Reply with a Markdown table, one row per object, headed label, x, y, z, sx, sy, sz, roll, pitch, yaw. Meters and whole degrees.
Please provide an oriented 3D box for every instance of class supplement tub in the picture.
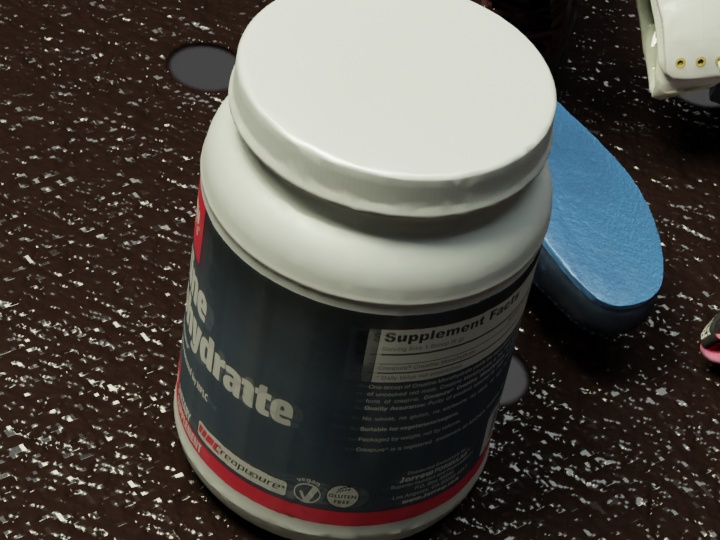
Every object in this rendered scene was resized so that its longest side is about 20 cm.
| label | x | y | z | sx | sy | sz | roll | pitch | yaw |
| --- | --- | --- | --- | --- | --- | --- | --- | --- | --- |
| supplement tub | 0.000 | 0.000 | 0.819 | 0.139 | 0.201 | 0.141 | 6 | 41 | -5 |

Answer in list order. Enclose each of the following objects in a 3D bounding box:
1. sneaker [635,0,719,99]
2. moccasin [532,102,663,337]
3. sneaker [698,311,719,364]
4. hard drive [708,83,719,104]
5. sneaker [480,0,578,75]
| label | x | y | z | sx | sy | sz | roll | pitch | yaw |
| --- | --- | --- | --- | --- | --- | --- | --- | --- | --- |
| sneaker | 0.206 | -0.101 | 1.041 | 0.115 | 0.201 | 0.074 | -27 | 10 | 0 |
| moccasin | 0.083 | -0.036 | 0.980 | 0.080 | 0.069 | 0.201 | -3 | 44 | -26 |
| sneaker | 0.202 | 0.012 | 0.955 | 0.094 | 0.080 | 0.201 | -7 | 42 | -3 |
| hard drive | 0.296 | -0.134 | 1.132 | 0.198 | 0.042 | 0.136 | 10 | 56 | -2 |
| sneaker | 0.091 | -0.138 | 1.043 | 0.075 | 0.117 | 0.200 | 16 | 14 | 7 |
